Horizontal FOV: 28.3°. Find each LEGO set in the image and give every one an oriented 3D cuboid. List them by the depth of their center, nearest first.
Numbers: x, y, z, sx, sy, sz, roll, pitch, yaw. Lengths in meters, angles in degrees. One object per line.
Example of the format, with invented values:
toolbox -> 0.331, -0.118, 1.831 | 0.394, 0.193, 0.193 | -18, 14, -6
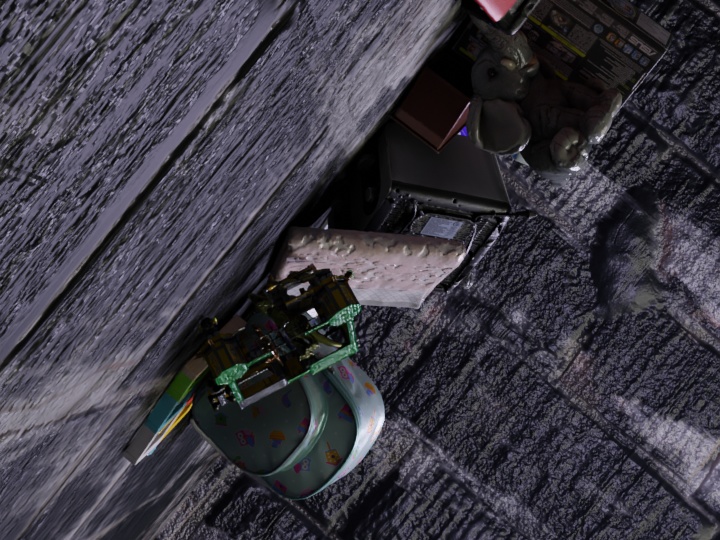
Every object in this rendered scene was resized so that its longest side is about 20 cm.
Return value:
LEGO set -> -0.095, 0.048, 1.508 | 0.199, 0.116, 0.154 | -30, 156, 0

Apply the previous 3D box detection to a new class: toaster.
toaster -> 0.075, -0.070, 1.718 | 0.181, 0.198, 0.119 | 125, -35, -46

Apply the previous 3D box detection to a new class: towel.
towel -> 0.000, 0.000, 1.634 | 0.191, 0.198, 0.033 | 123, -31, -66

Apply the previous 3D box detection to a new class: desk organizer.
desk organizer -> 0.114, -0.218, 1.692 | 0.077, 0.072, 0.200 | -55, 175, 31

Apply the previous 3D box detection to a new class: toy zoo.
toy zoo -> -0.212, 0.150, 1.682 | 0.200, 0.020, 0.131 | -53, 177, 35

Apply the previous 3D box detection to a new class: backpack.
backpack -> -0.081, 0.160, 1.651 | 0.176, 0.200, 0.153 | -51, 174, 19

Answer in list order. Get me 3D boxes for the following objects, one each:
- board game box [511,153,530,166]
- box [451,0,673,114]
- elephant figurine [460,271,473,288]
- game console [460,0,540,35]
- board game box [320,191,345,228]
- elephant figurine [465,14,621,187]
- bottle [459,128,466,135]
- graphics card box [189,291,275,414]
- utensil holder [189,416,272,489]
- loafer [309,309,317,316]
board game box -> 0.218, -0.227, 1.790 | 0.148, 0.064, 0.200 | -65, -157, 17
box -> 0.227, -0.259, 1.619 | 0.161, 0.199, 0.044 | -54, -179, 40
elephant figurine -> 0.125, -0.094, 2.034 | 0.141, 0.156, 0.200 | -34, -151, -15
game console -> 0.155, -0.338, 1.343 | 0.200, 0.118, 0.172 | -51, -152, 5
board game box -> 0.001, -0.094, 1.914 | 0.200, 0.026, 0.200 | -49, 176, -43
elephant figurine -> 0.177, -0.196, 1.579 | 0.156, 0.199, 0.142 | -59, 179, 14
bottle -> 0.105, -0.185, 1.827 | 0.201, 0.065, 0.084 | -60, 151, -8
graphics card box -> -0.142, 0.098, 1.833 | 0.201, 0.051, 0.125 | -53, 177, 14
utensil holder -> -0.129, 0.198, 2.144 | 0.200, 0.170, 0.170 | -52, 178, -19
loafer -> -0.101, 0.054, 1.979 | 0.201, 0.063, 0.072 | -54, 144, -5
